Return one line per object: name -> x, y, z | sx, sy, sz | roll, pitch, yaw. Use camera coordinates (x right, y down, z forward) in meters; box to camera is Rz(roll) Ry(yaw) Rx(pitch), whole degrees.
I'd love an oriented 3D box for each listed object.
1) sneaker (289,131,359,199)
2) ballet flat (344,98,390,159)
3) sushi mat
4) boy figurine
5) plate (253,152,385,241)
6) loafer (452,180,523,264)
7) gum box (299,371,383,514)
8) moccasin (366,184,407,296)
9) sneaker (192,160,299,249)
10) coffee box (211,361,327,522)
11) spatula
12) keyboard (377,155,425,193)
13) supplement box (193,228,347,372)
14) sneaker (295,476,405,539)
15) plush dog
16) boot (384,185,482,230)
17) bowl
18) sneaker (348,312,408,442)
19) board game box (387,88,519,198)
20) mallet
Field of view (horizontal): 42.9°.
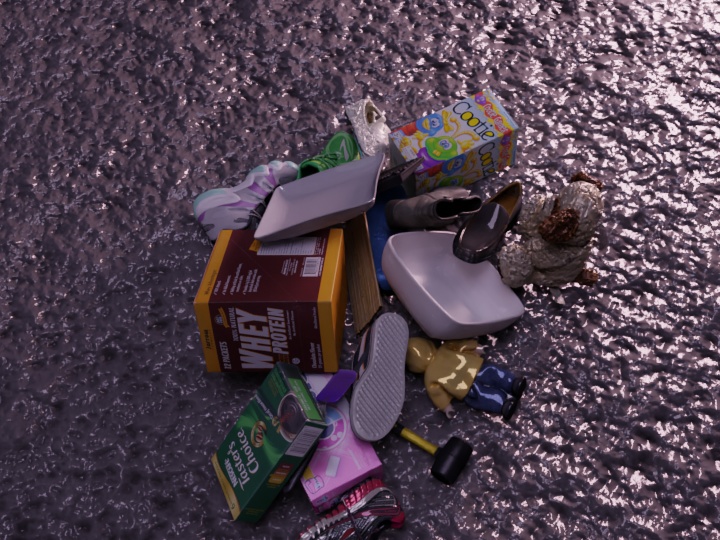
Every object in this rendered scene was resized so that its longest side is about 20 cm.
sneaker -> -0.061, -0.169, 1.593 | 0.074, 0.084, 0.200 | 20, 62, 17
ballet flat -> 0.017, -0.248, 1.609 | 0.072, 0.072, 0.200 | -14, 40, -4
sushi mat -> 0.000, 0.000, 1.485 | 0.012, 0.096, 0.200 | 8, 54, -27
boy figurine -> 0.145, 0.161, 1.387 | 0.200, 0.064, 0.125 | 21, 82, 20
plate -> -0.057, -0.110, 1.442 | 0.200, 0.032, 0.200 | -16, 26, 15
loafer -> 0.208, -0.082, 1.483 | 0.073, 0.072, 0.200 | 27, 42, 12
gum box -> -0.057, 0.248, 1.351 | 0.113, 0.066, 0.200 | -26, 60, -11
moccasin -> 0.039, -0.052, 1.524 | 0.080, 0.068, 0.200 | 5, 63, 6
sneaker -> -0.176, -0.095, 1.570 | 0.200, 0.078, 0.140 | -27, 62, 0
coffee box -> -0.133, 0.244, 1.290 | 0.200, 0.044, 0.123 | -55, 42, 22
spatula -> -0.061, 0.226, 1.304 | 0.056, 0.021, 0.200 | -4, 55, 52
keyboard -> 0.013, -0.135, 1.516 | 0.021, 0.200, 0.127 | 52, 56, -14
supplement box -> -0.129, 0.044, 1.404 | 0.199, 0.133, 0.197 | 0, 35, 5
sneaker -> -0.028, 0.373, 1.266 | 0.200, 0.081, 0.075 | -37, 65, -17
plush dog -> 0.322, -0.061, 1.433 | 0.160, 0.172, 0.200 | 26, 48, 9
boot -> 0.147, -0.099, 1.476 | 0.130, 0.068, 0.200 | -2, 11, 45
bowl -> 0.132, 0.030, 1.425 | 0.199, 0.075, 0.200 | -4, 48, -45
sneaker -> 0.024, 0.166, 1.358 | 0.078, 0.079, 0.200 | 22, 60, -11
board game box -> 0.160, -0.211, 1.586 | 0.200, 0.105, 0.103 | -26, 61, -9
mallet -> 0.076, 0.237, 1.367 | 0.200, 0.041, 0.066 | 35, 69, 27
